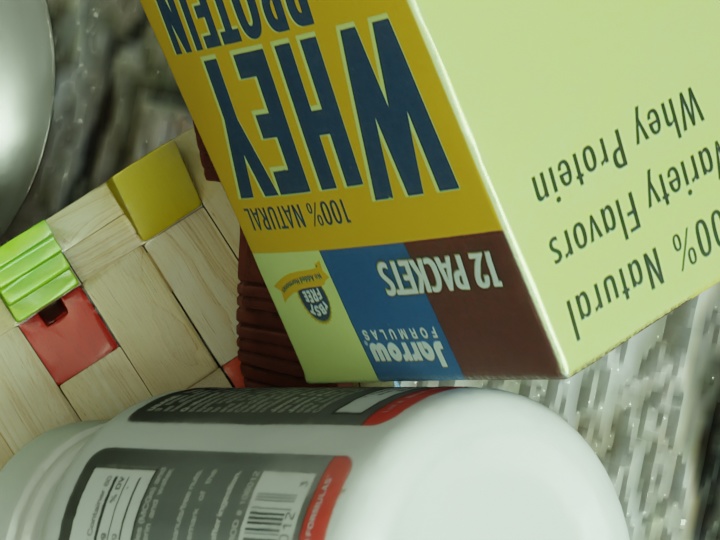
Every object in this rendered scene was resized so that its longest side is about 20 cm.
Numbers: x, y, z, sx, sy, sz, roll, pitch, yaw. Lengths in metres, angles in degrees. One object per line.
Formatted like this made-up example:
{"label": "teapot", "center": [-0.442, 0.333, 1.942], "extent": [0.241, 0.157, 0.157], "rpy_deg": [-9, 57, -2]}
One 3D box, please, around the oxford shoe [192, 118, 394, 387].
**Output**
{"label": "oxford shoe", "center": [0.000, 0.000, 0.873], "extent": [0.075, 0.070, 0.200], "rpy_deg": [-18, 108, -29]}

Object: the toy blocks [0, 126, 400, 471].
{"label": "toy blocks", "center": [-0.077, 0.042, 0.927], "extent": [0.200, 0.100, 0.137], "rpy_deg": [-33, 94, -10]}

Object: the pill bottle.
{"label": "pill bottle", "center": [-0.025, 0.092, 0.796], "extent": [0.200, 0.116, 0.116], "rpy_deg": [-3, 93, 49]}

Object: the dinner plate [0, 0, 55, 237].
{"label": "dinner plate", "center": [-0.212, -0.074, 0.980], "extent": [0.200, 0.024, 0.200], "rpy_deg": [0, 92, 8]}

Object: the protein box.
{"label": "protein box", "center": [0.052, -0.100, 0.761], "extent": [0.198, 0.135, 0.200], "rpy_deg": [-30, 103, -30]}
